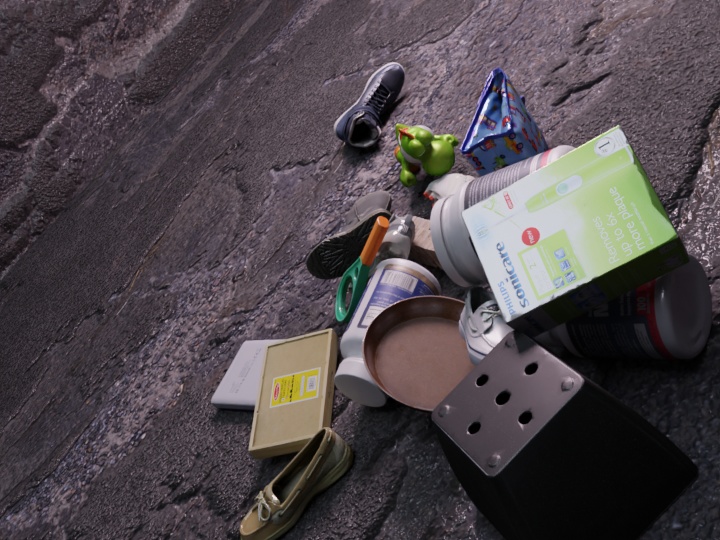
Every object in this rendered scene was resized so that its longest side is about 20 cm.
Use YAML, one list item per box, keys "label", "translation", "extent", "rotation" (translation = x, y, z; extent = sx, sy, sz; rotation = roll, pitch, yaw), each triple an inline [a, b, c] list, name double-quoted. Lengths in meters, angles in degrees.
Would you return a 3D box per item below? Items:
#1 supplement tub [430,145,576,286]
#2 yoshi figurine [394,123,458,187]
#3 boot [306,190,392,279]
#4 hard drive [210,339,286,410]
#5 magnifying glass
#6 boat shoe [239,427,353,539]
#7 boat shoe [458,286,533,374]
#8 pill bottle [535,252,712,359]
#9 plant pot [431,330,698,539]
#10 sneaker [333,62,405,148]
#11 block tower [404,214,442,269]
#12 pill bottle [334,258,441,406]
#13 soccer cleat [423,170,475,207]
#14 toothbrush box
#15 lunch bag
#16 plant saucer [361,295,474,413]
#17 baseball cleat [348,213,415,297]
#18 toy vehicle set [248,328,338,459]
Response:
- label: "supplement tub"
  translation: [0.204, -0.064, 1.157]
  extent: [0.198, 0.141, 0.141]
  rotation: [-19, 38, 34]
- label: "yoshi figurine"
  translation: [0.117, -0.203, 1.592]
  extent: [0.110, 0.114, 0.200]
  rotation: [0, 6, 0]
- label: "boot"
  translation: [-0.016, -0.068, 1.560]
  extent: [0.180, 0.073, 0.200]
  rotation: [-29, 19, 3]
- label: "hard drive"
  translation: [-0.157, 0.175, 1.518]
  extent: [0.198, 0.025, 0.133]
  rotation: [-6, 47, 45]
- label: "magnifying glass"
  translation: [0.000, 0.000, 1.386]
  extent: [0.080, 0.022, 0.201]
  rotation: [-100, 28, -46]
- label: "boat shoe"
  translation: [-0.100, 0.302, 1.260]
  extent: [0.200, 0.063, 0.073]
  rotation: [-41, 31, 3]
- label: "boat shoe"
  translation: [0.161, 0.071, 1.121]
  extent: [0.072, 0.068, 0.200]
  rotation: [-3, 14, -12]
- label: "pill bottle"
  translation: [0.298, 0.045, 1.067]
  extent: [0.198, 0.120, 0.120]
  rotation: [-6, 46, 45]
- label: "plant pot"
  translation: [0.193, 0.185, 0.959]
  extent: [0.199, 0.178, 0.200]
  rotation: [-44, 30, -3]
- label: "sneaker"
  translation: [0.033, -0.338, 1.865]
  extent: [0.203, 0.077, 0.146]
  rotation: [-50, 19, 7]
- label: "block tower"
  translation: [0.123, -0.040, 1.434]
  extent: [0.058, 0.054, 0.199]
  rotation: [-52, 31, -14]
- label: "pill bottle"
  translation: [0.037, 0.092, 1.315]
  extent: [0.110, 0.111, 0.201]
  rotation: [-8, 45, 43]
- label: "soccer cleat"
  translation: [0.168, -0.118, 1.469]
  extent: [0.077, 0.069, 0.200]
  rotation: [-40, 28, -2]
- label: "toothbrush box"
  translation: [0.232, -0.038, 0.987]
  extent: [0.198, 0.086, 0.147]
  rotation: [-28, 62, 19]
- label: "lunch bag"
  translation: [0.243, -0.213, 1.413]
  extent: [0.093, 0.151, 0.202]
  rotation: [-19, 38, 33]
- label: "plant saucer"
  translation: [0.099, 0.116, 1.205]
  extent: [0.197, 0.035, 0.202]
  rotation: [2, 45, -2]
- label: "baseball cleat"
  translation: [0.043, -0.020, 1.440]
  extent: [0.107, 0.069, 0.200]
  rotation: [-63, 9, -33]
- label: "toy vehicle set"
  translation: [-0.101, 0.188, 1.396]
  extent: [0.123, 0.027, 0.202]
  rotation: [-14, 45, 20]
